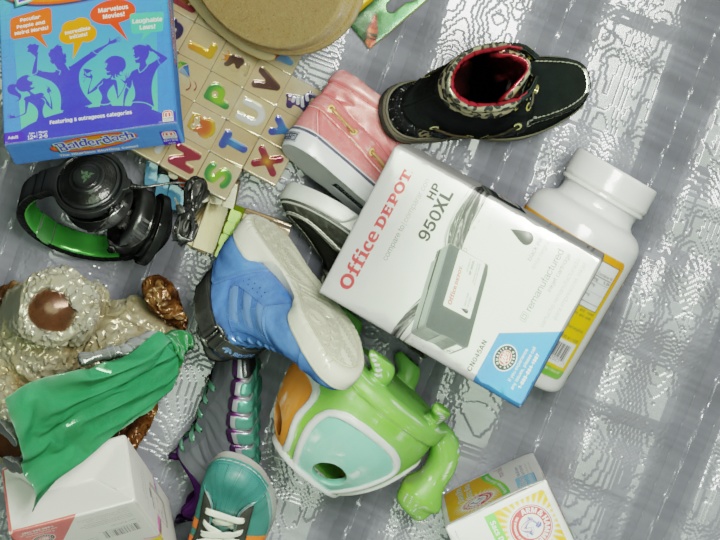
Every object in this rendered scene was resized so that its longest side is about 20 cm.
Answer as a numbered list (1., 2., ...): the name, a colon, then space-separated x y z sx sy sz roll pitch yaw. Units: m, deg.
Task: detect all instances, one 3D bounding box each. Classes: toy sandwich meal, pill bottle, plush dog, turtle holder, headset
1. toy sandwich meal: -0.069 -0.273 1.577 0.204 0.070 0.207 14 122 23
2. pill bottle: 0.179 -0.003 1.641 0.111 0.111 0.201 29 96 -4
3. plush dog: -0.243 0.073 1.651 0.170 0.161 0.201 12 113 -20
4. turtle holder: 0.003 0.137 1.656 0.132 0.141 0.185 -48 139 5
5. headset: -0.213 -0.043 1.602 0.199 0.123 0.095 -14 54 34

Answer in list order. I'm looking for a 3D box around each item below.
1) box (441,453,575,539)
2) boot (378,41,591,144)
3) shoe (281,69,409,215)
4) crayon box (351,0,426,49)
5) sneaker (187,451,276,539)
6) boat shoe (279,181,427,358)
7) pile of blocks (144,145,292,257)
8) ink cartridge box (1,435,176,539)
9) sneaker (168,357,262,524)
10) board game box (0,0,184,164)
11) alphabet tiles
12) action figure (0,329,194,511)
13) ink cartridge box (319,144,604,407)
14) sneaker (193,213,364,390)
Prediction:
1. box: 0.159 0.285 1.678 0.101 0.113 0.201 -25 96 2
2. boot: 0.132 -0.155 1.579 0.202 0.154 0.074 -10 88 -20
3. shoe: 0.027 -0.088 1.648 0.200 0.071 0.091 40 73 -20
4. crayon box: -0.007 -0.313 1.630 0.127 0.051 0.200 -40 96 4
5. sneaker: -0.123 0.253 1.642 0.071 0.080 0.201 16 129 8
6. boat shoe: 0.000 0.000 1.653 0.200 0.071 0.064 39 77 -6
7. pile of blocks: -0.146 -0.065 1.655 0.200 0.062 0.082 45 95 -5
8. ink cartridge box: -0.235 0.229 1.658 0.115 0.200 0.068 -15 60 1
9. sneaker: -0.135 0.140 1.678 0.087 0.074 0.202 0 98 4
10. board game box: -0.236 -0.200 1.601 0.151 0.045 0.202 -8 68 1
11. alphabet tiles: -0.141 -0.164 1.636 0.199 0.006 0.167 28 73 -3
12. action figure: -0.218 0.104 1.564 0.199 0.054 0.119 -32 135 -35
13. ink cartridge box: 0.086 0.002 1.556 0.199 0.084 0.145 29 97 6
14. sneaker: -0.078 0.055 1.581 0.111 0.076 0.200 -50 53 20
